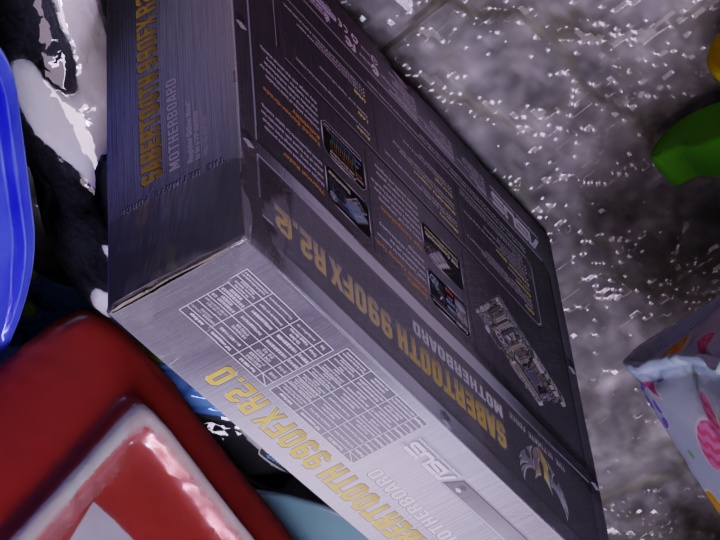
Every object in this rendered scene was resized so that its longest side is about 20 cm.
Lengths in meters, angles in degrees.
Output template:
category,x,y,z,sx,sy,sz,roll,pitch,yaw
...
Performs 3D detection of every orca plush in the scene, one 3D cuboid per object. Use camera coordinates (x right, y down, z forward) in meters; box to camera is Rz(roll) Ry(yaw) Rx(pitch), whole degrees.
category,x,y,z,sx,sy,sz,roll,pitch,yaw
orca plush,-0.106,-0.055,0.748,0.071,0.105,0.200,-15,139,7

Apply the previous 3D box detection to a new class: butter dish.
category,x,y,z,sx,sy,sz,roll,pitch,yaw
butter dish,-0.108,0.148,0.778,0.148,0.200,0.200,-28,104,38

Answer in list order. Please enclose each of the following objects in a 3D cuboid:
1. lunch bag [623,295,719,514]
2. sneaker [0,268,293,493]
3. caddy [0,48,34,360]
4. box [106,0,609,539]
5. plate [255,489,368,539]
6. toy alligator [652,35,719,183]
category,x,y,z,sx,sy,sz,roll,pitch,yaw
lunch bag,0.216,0.044,0.780,0.200,0.127,0.170,-34,95,-13
sneaker,-0.110,0.045,0.855,0.199,0.071,0.083,15,119,-14
caddy,-0.177,-0.017,0.712,0.105,0.141,0.200,29,145,20
box,0.000,0.000,0.747,0.048,0.159,0.200,-28,132,21
plate,-0.044,0.174,0.869,0.199,0.026,0.201,2,108,5
toy alligator,0.179,-0.072,0.764,0.200,0.054,0.059,-31,121,22
